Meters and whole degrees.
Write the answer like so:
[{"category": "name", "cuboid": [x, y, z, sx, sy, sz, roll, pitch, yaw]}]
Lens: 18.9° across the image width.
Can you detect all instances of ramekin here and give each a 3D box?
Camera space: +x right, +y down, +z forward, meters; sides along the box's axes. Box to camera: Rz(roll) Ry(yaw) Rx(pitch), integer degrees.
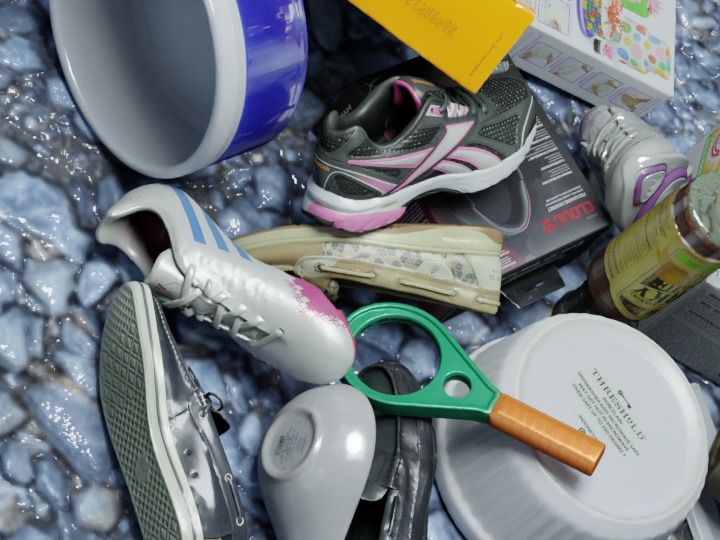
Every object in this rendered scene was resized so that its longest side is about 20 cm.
[{"category": "ramekin", "cuboid": [0.157, 0.123, 1.544, 0.201, 0.094, 0.204, 12, 59, -21]}]

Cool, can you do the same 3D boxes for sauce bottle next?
[{"category": "sauce bottle", "cuboid": [0.209, -0.002, 1.573, 0.064, 0.200, 0.065, 12, 61, -22]}]

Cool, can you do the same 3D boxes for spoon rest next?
[{"category": "spoon rest", "cuboid": [-0.043, 0.168, 1.426, 0.061, 0.099, 0.201, 37, 63, -38]}]

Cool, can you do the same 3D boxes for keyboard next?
[{"category": "keyboard", "cuboid": [0.267, 0.180, 1.628, 0.056, 0.011, 0.201, -4, 67, -35]}]

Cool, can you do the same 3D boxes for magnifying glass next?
[{"category": "magnifying glass", "cuboid": [0.072, 0.085, 1.468, 0.199, 0.022, 0.080, 25, 59, 14]}]

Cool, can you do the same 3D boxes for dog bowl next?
[{"category": "dog bowl", "cuboid": [-0.127, -0.169, 1.482, 0.079, 0.200, 0.201, -21, 75, -36]}]

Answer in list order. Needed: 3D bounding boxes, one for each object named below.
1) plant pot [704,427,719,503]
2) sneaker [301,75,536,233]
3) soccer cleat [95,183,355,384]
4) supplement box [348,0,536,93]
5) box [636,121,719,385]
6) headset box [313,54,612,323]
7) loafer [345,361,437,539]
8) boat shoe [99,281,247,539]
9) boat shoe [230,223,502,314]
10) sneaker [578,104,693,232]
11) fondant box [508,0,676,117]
[{"category": "plant pot", "cuboid": [0.353, 0.148, 1.589, 0.173, 0.200, 0.200, 28, 53, 3]}, {"category": "sneaker", "cuboid": [0.048, -0.099, 1.498, 0.080, 0.087, 0.200, 32, 46, 33]}, {"category": "soccer cleat", "cuboid": [-0.096, 0.017, 1.459, 0.200, 0.070, 0.086, 37, 30, 18]}, {"category": "supplement box", "cuboid": [0.045, -0.214, 1.538, 0.126, 0.074, 0.200, 35, 14, -16]}, {"category": "box", "cuboid": [0.306, -0.020, 1.698, 0.112, 0.101, 0.201, 30, 54, -12]}, {"category": "headset box", "cuboid": [0.082, -0.062, 1.615, 0.148, 0.075, 0.201, -23, 77, -35]}, {"category": "loafer", "cuboid": [0.010, 0.153, 1.461, 0.070, 0.068, 0.202, 21, 58, -37]}, {"category": "boat shoe", "cuboid": [-0.123, 0.102, 1.417, 0.062, 0.075, 0.201, -3, 65, -35]}, {"category": "boat shoe", "cuboid": [0.000, 0.000, 1.510, 0.199, 0.073, 0.063, -1, 88, 7]}, {"category": "sneaker", "cuboid": [0.199, -0.081, 1.650, 0.100, 0.200, 0.075, 43, 97, 7]}, {"category": "fondant box", "cuboid": [0.162, -0.224, 1.742, 0.199, 0.058, 0.145, 22, 56, -25]}]
